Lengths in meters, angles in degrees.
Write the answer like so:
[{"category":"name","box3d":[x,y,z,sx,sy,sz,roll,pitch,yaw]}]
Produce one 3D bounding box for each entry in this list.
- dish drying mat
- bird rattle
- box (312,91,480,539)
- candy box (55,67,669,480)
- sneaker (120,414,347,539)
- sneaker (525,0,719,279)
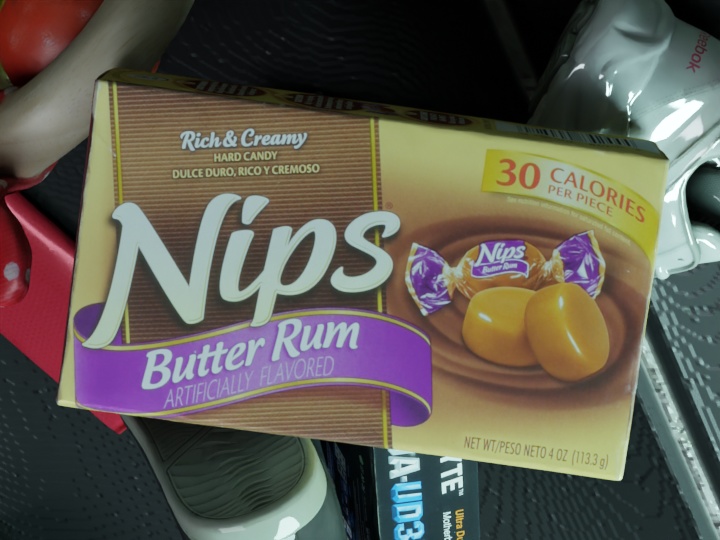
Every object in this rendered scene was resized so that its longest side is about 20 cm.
[{"category":"dish drying mat","box3d":[-0.161,-0.008,1.300,0.200,0.018,0.077,43,137,-12]},{"category":"bird rattle","box3d":[-0.128,-0.076,1.091,0.163,0.200,0.113,-39,107,23]},{"category":"box","box3d":[-0.001,0.054,1.170,0.046,0.159,0.200,-17,135,-13]},{"category":"candy box","box3d":[0.000,0.000,1.013,0.200,0.056,0.117,8,98,-2]},{"category":"sneaker","box3d":[-0.047,0.082,1.112,0.075,0.200,0.106,-17,121,-1]},{"category":"sneaker","box3d":[0.092,-0.017,1.095,0.099,0.078,0.200,28,140,-1]}]
